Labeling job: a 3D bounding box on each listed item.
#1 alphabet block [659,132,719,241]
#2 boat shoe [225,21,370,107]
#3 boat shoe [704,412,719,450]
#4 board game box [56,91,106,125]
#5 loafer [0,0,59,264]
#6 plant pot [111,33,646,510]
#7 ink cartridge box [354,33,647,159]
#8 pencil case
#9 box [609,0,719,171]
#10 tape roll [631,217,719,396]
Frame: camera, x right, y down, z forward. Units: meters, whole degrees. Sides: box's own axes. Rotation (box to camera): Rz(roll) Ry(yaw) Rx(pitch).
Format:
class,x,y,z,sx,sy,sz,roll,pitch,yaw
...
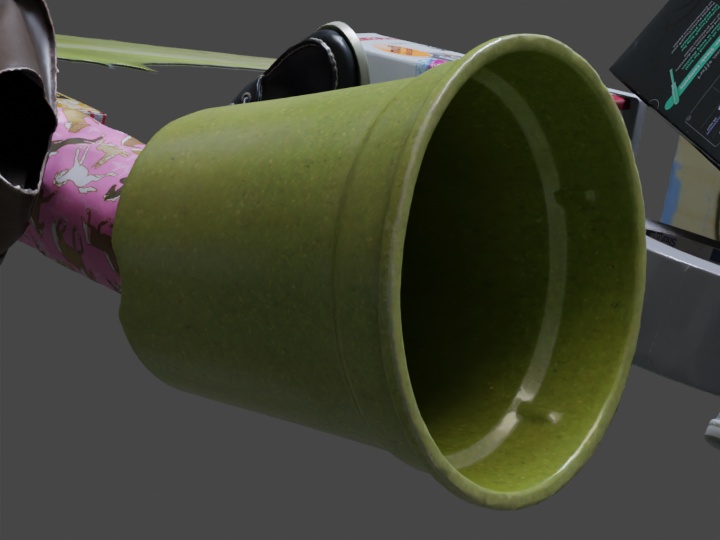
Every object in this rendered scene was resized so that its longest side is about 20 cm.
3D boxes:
class,x,y,z,sx,sy,sz,roll,pitch,yaw
alphabet block,0.348,-0.046,1.922,0.196,0.196,0.200,4,10,-35
boat shoe,-0.060,-0.069,1.606,0.066,0.075,0.199,-12,-23,-35
boat shoe,0.248,0.074,1.402,0.201,0.065,0.074,5,11,-44
board game box,-0.273,-0.109,1.631,0.200,0.047,0.151,25,13,33
loafer,-0.188,-0.089,1.498,0.073,0.071,0.201,28,42,-32
plant pot,-0.002,-0.004,1.223,0.184,0.201,0.200,4,2,36
ink cartridge box,0.063,-0.063,1.773,0.199,0.145,0.145,13,9,15
pencil case,-0.126,-0.033,1.521,0.086,0.083,0.200,4,11,-39
box,0.269,-0.097,1.688,0.148,0.124,0.200,38,6,-25
tape roll,0.198,0.022,1.603,0.199,0.066,0.200,18,9,-3
